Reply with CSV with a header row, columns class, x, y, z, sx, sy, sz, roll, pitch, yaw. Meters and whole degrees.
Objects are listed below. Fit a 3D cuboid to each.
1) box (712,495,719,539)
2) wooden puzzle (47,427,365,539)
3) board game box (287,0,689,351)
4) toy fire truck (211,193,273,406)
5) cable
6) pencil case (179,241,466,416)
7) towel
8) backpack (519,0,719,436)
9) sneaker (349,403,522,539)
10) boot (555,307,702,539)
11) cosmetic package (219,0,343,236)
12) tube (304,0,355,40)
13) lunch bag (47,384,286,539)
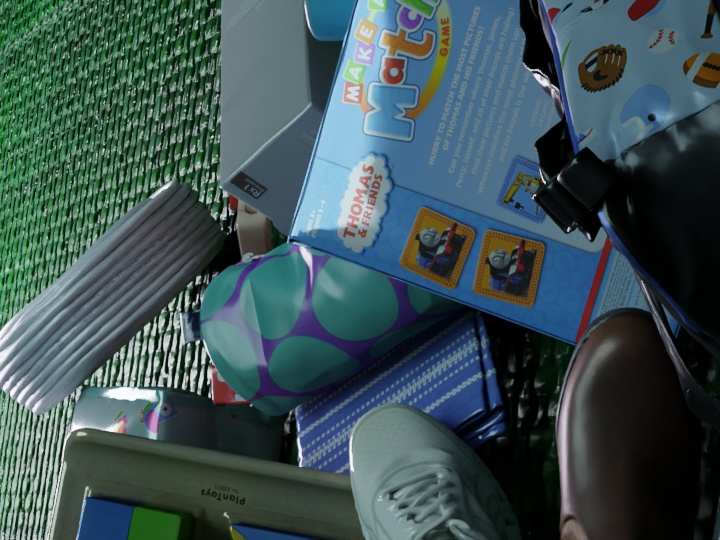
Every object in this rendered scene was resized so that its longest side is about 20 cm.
class,x,y,z,sx,sy,sz,roll,pitch,yaw
box,0.189,0.190,0.688,0.193,0.047,0.202,2,81,61
wooden puzzle,-0.084,0.194,0.958,0.046,0.183,0.203,16,-97,-82
board game box,0.077,-0.055,0.881,0.198,0.037,0.153,20,99,19
toy fire truck,-0.065,0.001,1.183,0.200,0.048,0.143,-77,-15,-83
cable,-0.183,0.021,1.346,0.200,0.069,0.200,-42,4,5
pencil case,0.000,0.000,1.000,0.199,0.085,0.093,-31,69,33
towel,0.018,0.043,1.041,0.144,0.024,0.201,-37,37,27
backpack,0.145,-0.062,0.728,0.153,0.200,0.191,-32,44,11
sneaker,0.041,0.132,0.878,0.081,0.075,0.201,65,179,-49
boot,0.107,0.122,0.743,0.200,0.068,0.191,-62,-17,-82
cosmetic package,-0.021,-0.111,1.108,0.090,0.106,0.201,-41,36,28
tube,0.072,-0.146,0.936,0.050,0.197,0.078,50,-141,-72
lunch bag,-0.147,0.164,1.269,0.199,0.121,0.173,-3,77,56
